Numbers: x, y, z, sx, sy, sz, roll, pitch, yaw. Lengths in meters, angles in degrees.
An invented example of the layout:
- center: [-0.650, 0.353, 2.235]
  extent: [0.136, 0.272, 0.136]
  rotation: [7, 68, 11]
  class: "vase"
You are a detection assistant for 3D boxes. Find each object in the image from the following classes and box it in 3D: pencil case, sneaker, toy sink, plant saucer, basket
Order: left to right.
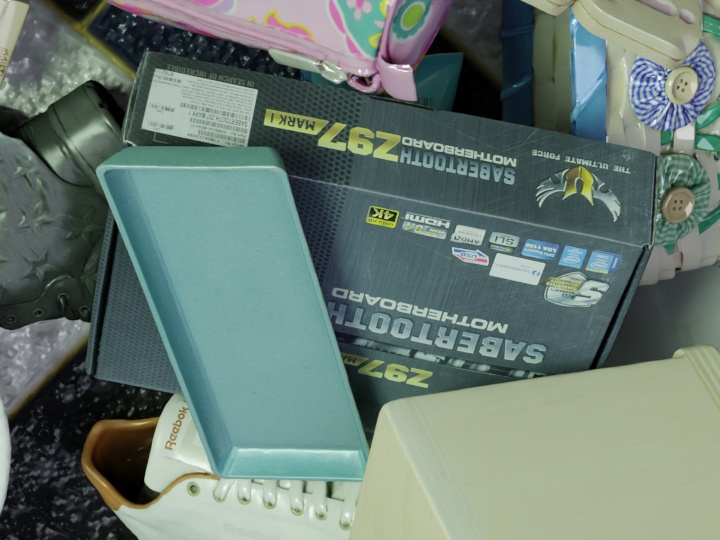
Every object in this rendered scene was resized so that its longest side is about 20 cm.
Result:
- center: [-0.121, -0.003, 1.089]
  extent: [0.104, 0.060, 0.200]
  rotation: [-32, 117, 2]
  class: "sneaker"
- center: [-0.058, -0.127, 0.978]
  extent: [0.200, 0.087, 0.088]
  rotation: [19, 114, 13]
  class: "pencil case"
- center: [-0.042, 0.019, 0.973]
  extent: [0.070, 0.019, 0.200]
  rotation: [0, 144, 13]
  class: "plant saucer"
- center: [-0.040, 0.092, 1.087]
  extent: [0.085, 0.200, 0.073]
  rotation: [45, 54, -39]
  class: "sneaker"
- center: [0.072, -0.073, 1.062]
  extent: [0.200, 0.139, 0.177]
  rotation: [-5, 115, -3]
  class: "basket"
- center: [0.104, 0.114, 0.993]
  extent: [0.200, 0.112, 0.131]
  rotation: [-8, 136, -20]
  class: "toy sink"

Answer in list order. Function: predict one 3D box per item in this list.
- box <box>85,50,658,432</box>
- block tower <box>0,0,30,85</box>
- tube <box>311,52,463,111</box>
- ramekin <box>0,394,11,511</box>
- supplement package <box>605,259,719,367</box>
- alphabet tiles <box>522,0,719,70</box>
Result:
- center: [0.000, 0.000, 0.996]
  extent: [0.200, 0.051, 0.158]
  rotation: [12, 144, -4]
  class: "box"
- center: [-0.235, -0.114, 0.998]
  extent: [0.200, 0.054, 0.058]
  rotation: [15, 110, -22]
  class: "block tower"
- center: [-0.002, 0.000, 1.134]
  extent: [0.077, 0.050, 0.200]
  rotation: [-8, 116, -37]
  class: "tube"
- center: [-0.250, 0.060, 1.056]
  extent: [0.200, 0.098, 0.201]
  rotation: [-7, 117, -13]
  class: "ramekin"
- center: [0.189, 0.080, 1.150]
  extent: [0.200, 0.121, 0.120]
  rotation: [46, 66, -36]
  class: "supplement package"
- center: [0.086, -0.161, 0.990]
  extent: [0.195, 0.200, 0.015]
  rotation: [22, 133, -14]
  class: "alphabet tiles"
